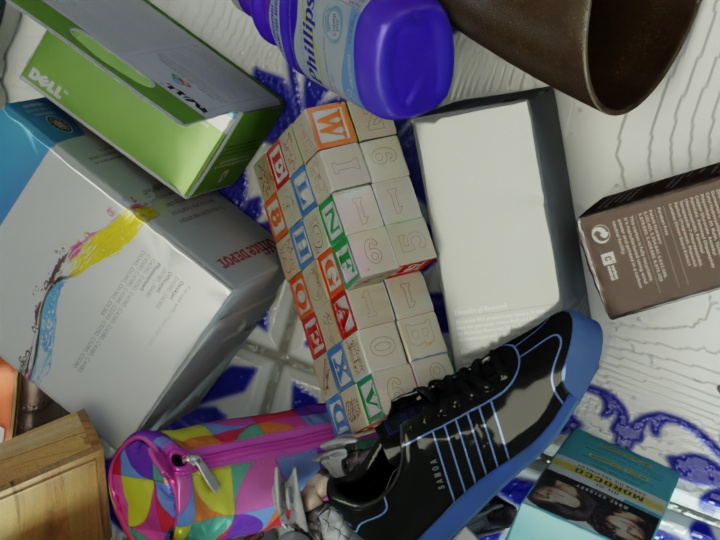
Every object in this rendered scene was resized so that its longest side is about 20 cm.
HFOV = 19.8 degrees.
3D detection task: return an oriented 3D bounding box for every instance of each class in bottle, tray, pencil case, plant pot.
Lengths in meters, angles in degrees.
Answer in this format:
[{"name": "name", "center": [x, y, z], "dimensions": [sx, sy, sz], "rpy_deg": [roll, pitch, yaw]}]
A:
[{"name": "bottle", "center": [-0.018, -0.163, 1.336], "dimensions": [0.200, 0.065, 0.084], "rpy_deg": [34, 136, 49]}, {"name": "tray", "center": [-0.220, 0.170, 1.400], "dimensions": [0.098, 0.200, 0.037], "rpy_deg": [-22, 65, -16]}, {"name": "pencil case", "center": [-0.071, 0.135, 1.381], "dimensions": [0.088, 0.199, 0.089], "rpy_deg": [10, 104, 48]}, {"name": "plant pot", "center": [0.099, -0.215, 1.300], "dimensions": [0.199, 0.187, 0.188], "rpy_deg": [21, 105, 26]}]

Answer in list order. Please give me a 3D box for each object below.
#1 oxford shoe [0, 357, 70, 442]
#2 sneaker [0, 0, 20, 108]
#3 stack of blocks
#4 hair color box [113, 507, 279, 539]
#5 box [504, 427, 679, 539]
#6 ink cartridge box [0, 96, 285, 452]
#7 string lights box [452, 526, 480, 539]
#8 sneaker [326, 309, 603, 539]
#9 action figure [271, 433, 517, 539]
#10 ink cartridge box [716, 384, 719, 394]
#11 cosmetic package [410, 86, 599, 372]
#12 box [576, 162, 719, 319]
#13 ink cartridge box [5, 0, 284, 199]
[{"name": "oxford shoe", "center": [-0.228, 0.146, 1.498], "dimensions": [0.072, 0.071, 0.201], "rpy_deg": [3, 106, 2]}, {"name": "sneaker", "center": [-0.296, -0.135, 1.464], "dimensions": [0.077, 0.080, 0.201], "rpy_deg": [12, 103, 14]}, {"name": "stack of blocks", "center": [0.000, 0.000, 1.356], "dimensions": [0.058, 0.115, 0.201], "rpy_deg": [-13, 79, -24]}, {"name": "hair color box", "center": [-0.088, 0.232, 1.454], "dimensions": [0.061, 0.101, 0.201], "rpy_deg": [-25, 90, 21]}, {"name": "box", "center": [0.148, 0.159, 1.321], "dimensions": [0.082, 0.200, 0.049], "rpy_deg": [23, 104, 10]}, {"name": "ink cartridge box", "center": [-0.175, -0.003, 1.416], "dimensions": [0.200, 0.147, 0.146], "rpy_deg": [38, 106, 8]}, {"name": "string lights box", "center": [0.080, 0.249, 1.345], "dimensions": [0.103, 0.200, 0.059], "rpy_deg": [-43, 57, -1]}, {"name": "sneaker", "center": [0.063, 0.094, 1.278], "dimensions": [0.078, 0.070, 0.200], "rpy_deg": [35, 102, -24]}, {"name": "action figure", "center": [0.017, 0.164, 1.361], "dimensions": [0.069, 0.199, 0.131], "rpy_deg": [8, 110, 51]}, {"name": "ink cartridge box", "center": [0.368, 0.098, 1.332], "dimensions": [0.200, 0.047, 0.198], "rpy_deg": [-35, 90, 20]}, {"name": "cosmetic package", "center": [0.098, -0.015, 1.357], "dimensions": [0.090, 0.107, 0.201], "rpy_deg": [-11, 94, 16]}, {"name": "box", "center": [0.248, -0.035, 1.314], "dimensions": [0.199, 0.100, 0.075], "rpy_deg": [-18, 94, 19]}, {"name": "ink cartridge box", "center": [-0.154, -0.117, 1.362], "dimensions": [0.148, 0.200, 0.076], "rpy_deg": [36, 107, 8]}]
